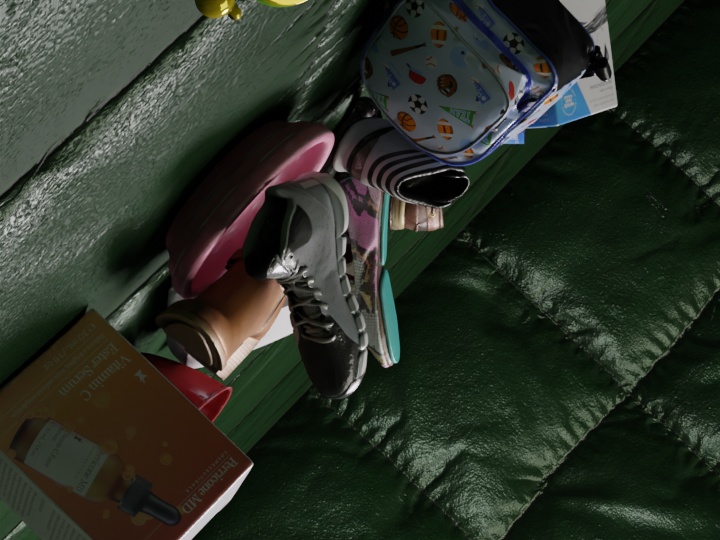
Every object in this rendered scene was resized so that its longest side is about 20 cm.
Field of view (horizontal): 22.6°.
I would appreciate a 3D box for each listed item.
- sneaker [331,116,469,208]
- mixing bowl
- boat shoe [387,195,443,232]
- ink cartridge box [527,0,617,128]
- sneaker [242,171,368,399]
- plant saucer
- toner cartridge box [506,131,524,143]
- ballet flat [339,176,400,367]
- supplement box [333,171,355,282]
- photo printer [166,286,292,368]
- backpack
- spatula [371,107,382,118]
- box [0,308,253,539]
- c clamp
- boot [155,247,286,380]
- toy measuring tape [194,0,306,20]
[{"bbox_3d":[0.071,-0.107,1.758,0.200,0.115,0.076,-25,144,-49],"label":"sneaker"},{"bbox_3d":[-0.236,0.157,1.834,0.200,0.108,0.200,-47,173,-8],"label":"mixing bowl"},{"bbox_3d":[0.075,-0.140,1.981,0.072,0.067,0.201,-75,173,-75],"label":"boat shoe"},{"bbox_3d":[0.178,-0.244,1.720,0.068,0.201,0.116,0,-166,39],"label":"ink cartridge box"},{"bbox_3d":[-0.058,0.019,1.554,0.075,0.201,0.115,-7,-177,33],"label":"sneaker"},{"bbox_3d":[-0.107,-0.063,1.624,0.201,0.051,0.201,-48,175,-6],"label":"plant saucer"},{"bbox_3d":[0.147,-0.232,1.802,0.095,0.043,0.201,25,67,-83],"label":"toner cartridge box"},{"bbox_3d":[0.000,0.000,1.818,0.069,0.071,0.201,-69,156,-71],"label":"ballet flat"},{"bbox_3d":[-0.003,-0.060,1.942,0.200,0.060,0.110,-77,176,-79],"label":"supplement box"},{"bbox_3d":[-0.119,0.038,1.849,0.166,0.070,0.200,-21,170,-13],"label":"photo printer"},{"bbox_3d":[0.093,-0.187,1.633,0.154,0.200,0.191,-35,172,-35],"label":"backpack"},{"bbox_3d":[0.026,-0.164,1.777,0.057,0.020,0.201,-45,158,-57],"label":"spatula"},{"bbox_3d":[-0.220,0.164,1.561,0.152,0.200,0.106,-45,173,-29],"label":"box"},{"bbox_3d":[-0.030,-0.103,1.814,0.201,0.027,0.171,-61,-174,-31],"label":"c clamp"},{"bbox_3d":[-0.100,0.014,1.599,0.156,0.077,0.200,-54,164,-7],"label":"boot"},{"bbox_3d":[-0.022,-0.223,1.093,0.200,0.074,0.074,-46,174,0],"label":"toy measuring tape"}]
